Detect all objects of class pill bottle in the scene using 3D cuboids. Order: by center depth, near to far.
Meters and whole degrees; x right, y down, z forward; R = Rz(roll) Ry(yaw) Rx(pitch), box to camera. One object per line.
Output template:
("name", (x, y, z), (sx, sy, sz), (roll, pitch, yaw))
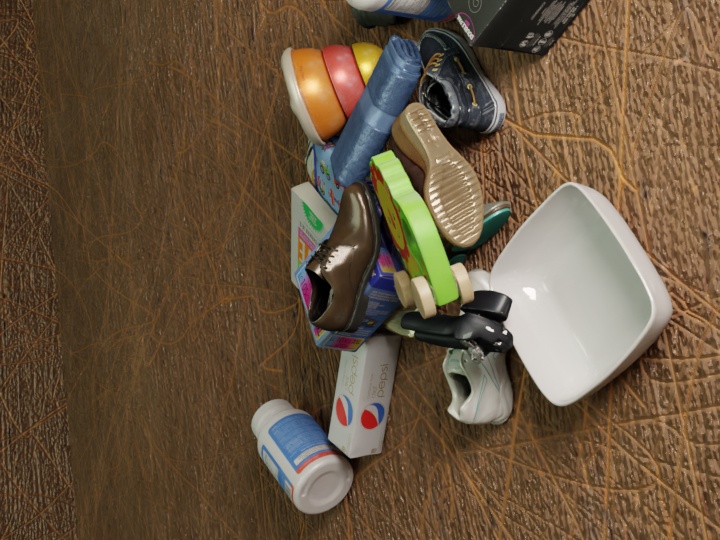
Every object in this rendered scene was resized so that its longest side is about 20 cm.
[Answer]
("pill bottle", (0.041, -0.388, 1.160), (0.112, 0.199, 0.113), (3, 94, 56))
("pill bottle", (-0.105, 0.303, 1.510), (0.200, 0.111, 0.113), (42, 125, 47))

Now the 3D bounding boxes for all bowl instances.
("bowl", (0.247, 0.028, 0.997), (0.200, 0.074, 0.201), (-55, 48, 41))

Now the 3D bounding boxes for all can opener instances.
("can opener", (0.118, 0.073, 1.102), (0.063, 0.079, 0.200), (45, 156, -17))

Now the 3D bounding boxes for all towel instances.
("towel", (0.023, -0.209, 1.211), (0.201, 0.048, 0.112), (-60, 18, 25))

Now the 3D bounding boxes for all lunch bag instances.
("lunch bag", (-0.012, -0.090, 1.384), (0.151, 0.093, 0.201), (46, 138, 42))

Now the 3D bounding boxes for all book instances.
("book", (-0.061, -0.023, 1.431), (0.134, 0.048, 0.201), (49, 151, 37))

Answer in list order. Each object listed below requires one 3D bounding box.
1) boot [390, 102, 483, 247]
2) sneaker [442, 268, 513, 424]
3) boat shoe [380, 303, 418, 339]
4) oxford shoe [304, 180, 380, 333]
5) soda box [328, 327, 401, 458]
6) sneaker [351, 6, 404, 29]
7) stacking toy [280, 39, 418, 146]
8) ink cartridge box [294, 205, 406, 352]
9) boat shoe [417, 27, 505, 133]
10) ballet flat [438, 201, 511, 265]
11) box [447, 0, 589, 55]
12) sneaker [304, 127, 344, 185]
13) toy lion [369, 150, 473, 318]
("boot", (0.093, -0.103, 1.156), (0.166, 0.072, 0.201), (106, 144, -73))
("sneaker", (0.147, 0.098, 1.148), (0.070, 0.080, 0.202), (-10, 82, 58))
("boat shoe", (0.044, 0.049, 1.315), (0.199, 0.074, 0.067), (16, 98, 48))
("oxford shoe", (-0.026, -0.018, 1.167), (0.072, 0.084, 0.202), (14, 97, 52))
("soda box", (0.005, 0.181, 1.380), (0.068, 0.063, 0.202), (30, 117, 52))
("sneaker", (0.044, -0.450, 1.296), (0.090, 0.076, 0.202), (21, 116, 44))
("stacking toy", (-0.003, -0.275, 1.286), (0.146, 0.198, 0.147), (-18, -90, -82))
("ink cartridge box", (0.000, 0.000, 1.263), (0.200, 0.076, 0.137), (-48, 48, 34))
("boat shoe", (0.107, -0.257, 1.179), (0.201, 0.090, 0.071), (59, 137, 36))
("ballet flat", (0.123, -0.042, 1.184), (0.064, 0.067, 0.200), (60, 139, 23))
("box", (0.173, -0.378, 1.045), (0.149, 0.123, 0.201), (-50, 53, 45))
("sneaker", (-0.047, -0.233, 1.429), (0.201, 0.075, 0.088), (-67, 32, 25))
("toy lion", (0.060, -0.050, 1.086), (0.200, 0.068, 0.193), (-151, 41, -82))
